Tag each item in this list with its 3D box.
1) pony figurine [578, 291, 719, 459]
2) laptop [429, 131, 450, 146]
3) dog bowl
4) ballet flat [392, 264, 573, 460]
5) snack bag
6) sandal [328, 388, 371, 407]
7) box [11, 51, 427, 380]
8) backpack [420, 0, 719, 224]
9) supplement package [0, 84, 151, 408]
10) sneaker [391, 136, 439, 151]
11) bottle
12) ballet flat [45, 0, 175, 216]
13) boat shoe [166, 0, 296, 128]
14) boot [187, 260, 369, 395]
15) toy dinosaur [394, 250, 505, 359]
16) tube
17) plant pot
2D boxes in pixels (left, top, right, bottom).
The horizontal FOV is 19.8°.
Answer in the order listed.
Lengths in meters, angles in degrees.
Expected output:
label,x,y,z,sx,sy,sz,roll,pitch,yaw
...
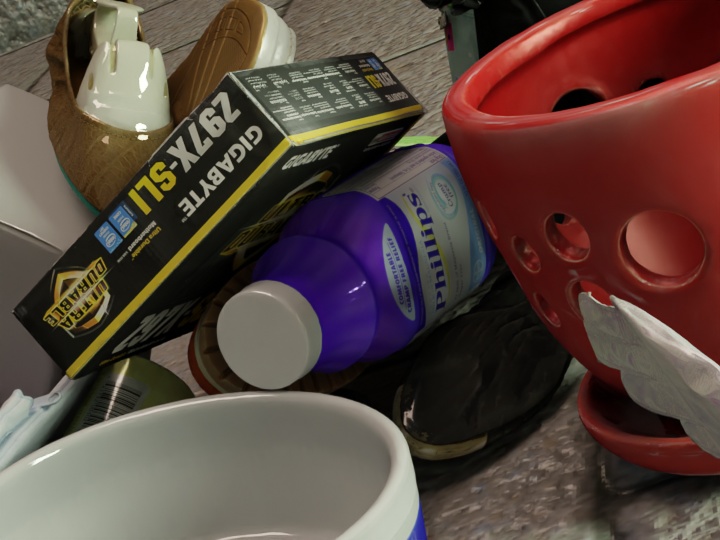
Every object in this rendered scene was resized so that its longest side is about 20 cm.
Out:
label,x,y,z,sx,sy,sz,roll,pitch,yaw
pony figurine,0.152,0.094,0.629,0.200,0.167,0.193,-13,20,-19
laptop,-0.022,-0.045,1.209,0.200,0.103,0.177,-38,-15,13
dog bowl,-0.070,0.127,0.847,0.200,0.079,0.200,-11,20,4
ballet flat,0.075,0.044,1.044,0.200,0.066,0.057,-42,-16,-49
snack bag,-0.192,0.126,0.991,0.189,0.021,0.200,-58,-2,32
sandal,-0.078,0.111,1.052,0.200,0.043,0.076,-24,7,17
box,-0.063,-0.031,1.001,0.160,0.049,0.200,-44,-7,19
backpack,0.120,-0.106,1.036,0.166,0.200,0.127,-6,30,4
supplement package,-0.189,0.023,1.135,0.120,0.200,0.121,23,36,16
sneaker,0.073,-0.059,1.334,0.200,0.077,0.084,-21,34,21
bottle,0.000,0.000,0.988,0.065,0.084,0.200,-10,12,30
ballet flat,-0.129,-0.099,1.085,0.068,0.072,0.200,9,28,-17
boat shoe,-0.064,-0.090,1.109,0.200,0.069,0.071,-26,43,68
boot,-0.042,0.038,1.064,0.107,0.075,0.200,-36,-5,31
toy dinosaur,0.086,-0.031,1.179,0.200,0.077,0.102,-28,-2,-40
tube,-0.146,0.134,0.986,0.200,0.052,0.058,-61,-5,-27
plant pot,0.158,-0.027,0.884,0.200,0.183,0.200,-22,18,8
